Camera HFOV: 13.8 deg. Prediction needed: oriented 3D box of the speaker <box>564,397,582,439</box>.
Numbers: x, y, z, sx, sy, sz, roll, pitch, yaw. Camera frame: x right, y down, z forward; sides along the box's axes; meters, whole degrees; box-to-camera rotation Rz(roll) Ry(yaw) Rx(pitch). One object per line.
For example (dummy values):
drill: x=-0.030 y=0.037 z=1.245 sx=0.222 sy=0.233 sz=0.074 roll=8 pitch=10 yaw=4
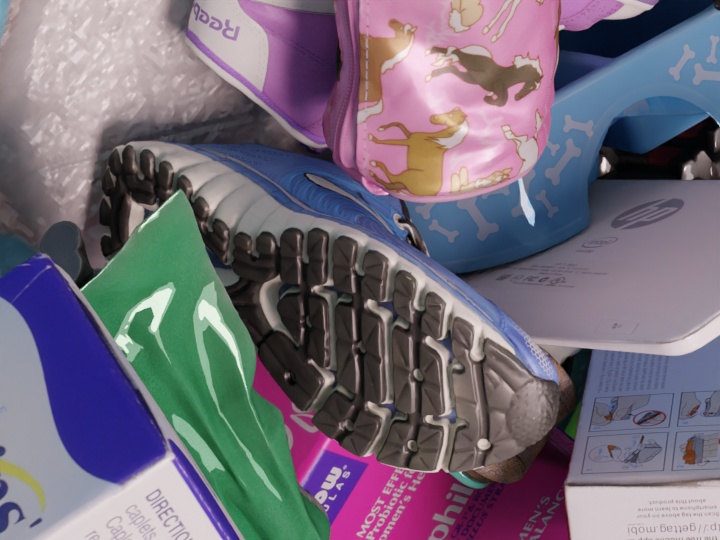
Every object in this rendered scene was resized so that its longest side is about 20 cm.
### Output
speaker: x=0.143 y=0.058 z=1.311 sx=0.088 sy=0.088 sz=0.201 roll=14 pitch=107 yaw=-50

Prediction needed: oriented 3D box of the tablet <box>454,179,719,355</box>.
tablet: x=0.091 y=-0.006 z=1.068 sx=0.130 sy=0.199 sz=0.014 roll=-30 pitch=109 yaw=-32

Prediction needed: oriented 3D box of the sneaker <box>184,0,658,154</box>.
sneaker: x=0.020 y=-0.095 z=1.090 sx=0.199 sy=0.073 sz=0.115 roll=7 pitch=117 yaw=-38

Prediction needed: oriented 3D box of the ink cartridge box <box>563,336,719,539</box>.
ink cartridge box: x=0.132 y=0.106 z=1.098 sx=0.200 sy=0.083 sz=0.177 roll=-69 pitch=154 yaw=-64

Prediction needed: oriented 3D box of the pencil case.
pencil case: x=0.024 y=-0.116 z=0.969 sx=0.083 sy=0.086 sz=0.201 roll=-82 pitch=171 yaw=-48

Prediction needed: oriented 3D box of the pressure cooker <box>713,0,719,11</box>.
pressure cooker: x=0.143 y=-0.195 z=1.050 sx=0.175 sy=0.178 sz=0.201 roll=-32 pitch=136 yaw=-30

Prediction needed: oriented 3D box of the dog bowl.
dog bowl: x=0.074 y=-0.064 z=1.135 sx=0.199 sy=0.111 sz=0.050 roll=-29 pitch=116 yaw=-28

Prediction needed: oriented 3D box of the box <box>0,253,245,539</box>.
box: x=-0.123 y=0.131 z=0.910 sx=0.199 sy=0.105 sz=0.184 roll=-32 pitch=135 yaw=-4

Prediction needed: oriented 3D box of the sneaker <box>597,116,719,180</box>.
sneaker: x=0.166 y=-0.053 z=1.236 sx=0.200 sy=0.070 sz=0.098 roll=-47 pitch=132 yaw=-37

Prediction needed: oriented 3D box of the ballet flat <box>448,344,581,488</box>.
ballet flat: x=0.063 y=0.024 z=1.136 sx=0.068 sy=0.200 sz=0.067 roll=38 pitch=106 yaw=-10

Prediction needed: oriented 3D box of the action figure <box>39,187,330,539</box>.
action figure: x=-0.064 y=0.069 z=1.004 sx=0.118 sy=0.055 sz=0.200 roll=-37 pitch=130 yaw=-3

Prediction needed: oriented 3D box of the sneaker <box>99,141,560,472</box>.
sneaker: x=0.000 y=0.000 z=1.027 sx=0.089 sy=0.200 sz=0.079 roll=-17 pitch=128 yaw=-40

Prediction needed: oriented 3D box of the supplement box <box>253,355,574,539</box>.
supplement box: x=0.000 y=0.084 z=1.168 sx=0.199 sy=0.103 sz=0.102 roll=21 pitch=104 yaw=-49
